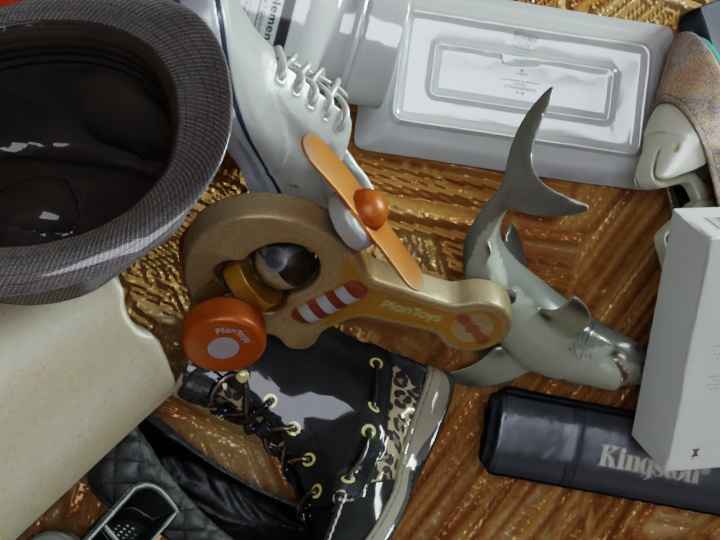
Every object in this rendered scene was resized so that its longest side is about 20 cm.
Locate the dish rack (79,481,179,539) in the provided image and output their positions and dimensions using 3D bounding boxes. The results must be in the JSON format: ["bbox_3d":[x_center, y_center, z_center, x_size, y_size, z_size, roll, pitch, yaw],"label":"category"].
[{"bbox_3d":[-0.112,0.239,0.925,0.201,0.054,0.154,54,41,-11],"label":"dish rack"}]

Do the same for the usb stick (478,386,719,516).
[{"bbox_3d":[0.170,0.115,1.040,0.198,0.033,0.056,11,85,-8],"label":"usb stick"}]

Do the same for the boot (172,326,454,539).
[{"bbox_3d":[-0.041,0.100,0.961,0.150,0.073,0.201,32,52,-2],"label":"boot"}]

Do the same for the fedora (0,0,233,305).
[{"bbox_3d":[-0.154,-0.047,0.835,0.198,0.091,0.178,-14,58,-2],"label":"fedora"}]

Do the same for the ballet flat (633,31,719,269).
[{"bbox_3d":[0.207,-0.044,1.026,0.067,0.068,0.202,-17,93,-20],"label":"ballet flat"}]

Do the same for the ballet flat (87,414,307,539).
[{"bbox_3d":[-0.069,0.144,0.984,0.198,0.067,0.057,25,121,-4],"label":"ballet flat"}]

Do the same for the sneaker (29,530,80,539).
[{"bbox_3d":[-0.201,0.223,0.921,0.074,0.081,0.201,-6,45,26],"label":"sneaker"}]

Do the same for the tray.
[{"bbox_3d":[0.099,-0.116,1.045,0.198,0.022,0.109,8,86,-8],"label":"tray"}]

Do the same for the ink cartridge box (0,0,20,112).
[{"bbox_3d":[-0.225,-0.113,0.923,0.109,0.050,0.200,47,115,17],"label":"ink cartridge box"}]

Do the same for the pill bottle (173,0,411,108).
[{"bbox_3d":[-0.074,-0.158,0.977,0.198,0.111,0.113,14,86,-8],"label":"pill bottle"}]

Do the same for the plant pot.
[{"bbox_3d":[-0.210,0.062,0.913,0.183,0.200,0.201,-35,93,-14],"label":"plant pot"}]

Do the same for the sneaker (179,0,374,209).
[{"bbox_3d":[-0.042,-0.092,0.918,0.070,0.201,0.074,-14,55,9],"label":"sneaker"}]

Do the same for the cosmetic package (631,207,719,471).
[{"bbox_3d":[0.271,0.038,1.002,0.198,0.052,0.152,-2,113,-19],"label":"cosmetic package"}]

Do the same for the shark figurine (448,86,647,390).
[{"bbox_3d":[0.095,-0.008,1.002,0.127,0.215,0.090,-10,47,19],"label":"shark figurine"}]

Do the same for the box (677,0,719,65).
[{"bbox_3d":[0.305,-0.091,1.059,0.156,0.051,0.202,-19,91,-9],"label":"box"}]

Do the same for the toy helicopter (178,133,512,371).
[{"bbox_3d":[0.000,0.000,0.926,0.198,0.133,0.079,15,43,-22],"label":"toy helicopter"}]
